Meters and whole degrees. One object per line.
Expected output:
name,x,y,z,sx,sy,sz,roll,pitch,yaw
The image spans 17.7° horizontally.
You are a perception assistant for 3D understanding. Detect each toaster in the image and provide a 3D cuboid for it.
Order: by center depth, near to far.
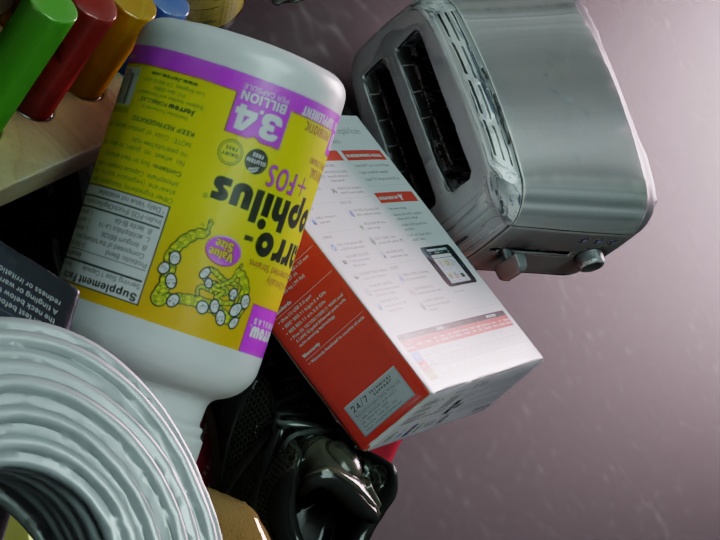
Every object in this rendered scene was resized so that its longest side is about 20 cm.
toaster,0.080,-0.090,1.376,0.129,0.114,0.201,-4,69,-41

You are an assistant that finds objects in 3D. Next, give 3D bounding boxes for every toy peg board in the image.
toy peg board,-0.175,-0.152,1.118,0.200,0.098,0.199,46,34,8

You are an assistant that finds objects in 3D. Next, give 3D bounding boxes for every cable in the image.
cable,-0.138,0.113,0.845,0.199,0.069,0.201,-4,77,-44

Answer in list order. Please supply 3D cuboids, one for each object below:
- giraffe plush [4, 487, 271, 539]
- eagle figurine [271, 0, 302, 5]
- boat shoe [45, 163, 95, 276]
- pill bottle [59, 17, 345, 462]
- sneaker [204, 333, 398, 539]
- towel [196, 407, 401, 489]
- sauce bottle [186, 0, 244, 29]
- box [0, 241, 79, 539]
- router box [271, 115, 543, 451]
giraffe plush,-0.104,0.160,1.069,0.172,0.162,0.201,8,67,-40
eagle figurine,0.047,-0.229,1.349,0.199,0.151,0.153,-6,112,-32
boat shoe,-0.135,-0.058,1.206,0.075,0.060,0.201,19,47,-29
pill bottle,-0.083,-0.009,1.085,0.104,0.104,0.201,19,88,-35
sneaker,-0.031,0.078,1.181,0.076,0.114,0.200,17,62,-35
towel,-0.061,0.064,1.250,0.200,0.022,0.145,42,52,-19
sauce bottle,-0.080,-0.179,1.167,0.064,0.200,0.065,2,73,-8
box,-0.238,0.092,0.954,0.123,0.200,0.199,33,54,-28
router box,0.000,0.000,1.226,0.180,0.049,0.200,53,18,11
